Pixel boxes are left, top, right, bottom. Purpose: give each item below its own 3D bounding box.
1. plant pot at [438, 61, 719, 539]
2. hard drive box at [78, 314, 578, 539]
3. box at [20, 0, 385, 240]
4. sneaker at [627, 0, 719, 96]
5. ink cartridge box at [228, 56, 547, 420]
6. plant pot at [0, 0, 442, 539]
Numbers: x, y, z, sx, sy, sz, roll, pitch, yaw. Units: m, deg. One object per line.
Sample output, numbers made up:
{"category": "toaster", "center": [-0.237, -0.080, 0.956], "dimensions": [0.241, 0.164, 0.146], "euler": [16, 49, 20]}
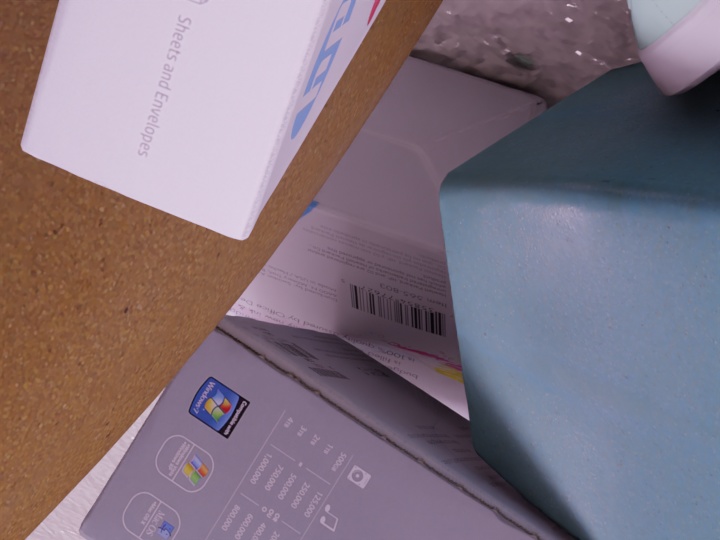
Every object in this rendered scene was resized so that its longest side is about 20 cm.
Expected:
{"category": "plant pot", "center": [0.129, 0.015, 0.645], "dimensions": [0.200, 0.141, 0.142], "euler": [12, 122, 39]}
{"category": "hard drive box", "center": [0.036, 0.099, 0.736], "dimensions": [0.200, 0.077, 0.156], "euler": [32, -176, 13]}
{"category": "box", "center": [0.014, -0.120, 0.393], "dimensions": [0.041, 0.200, 0.156], "euler": [23, 123, 4]}
{"category": "sneaker", "center": [0.083, -0.114, 0.585], "dimensions": [0.118, 0.074, 0.200], "euler": [61, 178, 6]}
{"category": "ink cartridge box", "center": [0.000, 0.000, 0.859], "dimensions": [0.115, 0.068, 0.200], "euler": [20, 154, 12]}
{"category": "plant pot", "center": [-0.096, -0.025, 0.554], "dimensions": [0.186, 0.200, 0.186], "euler": [18, 155, 9]}
